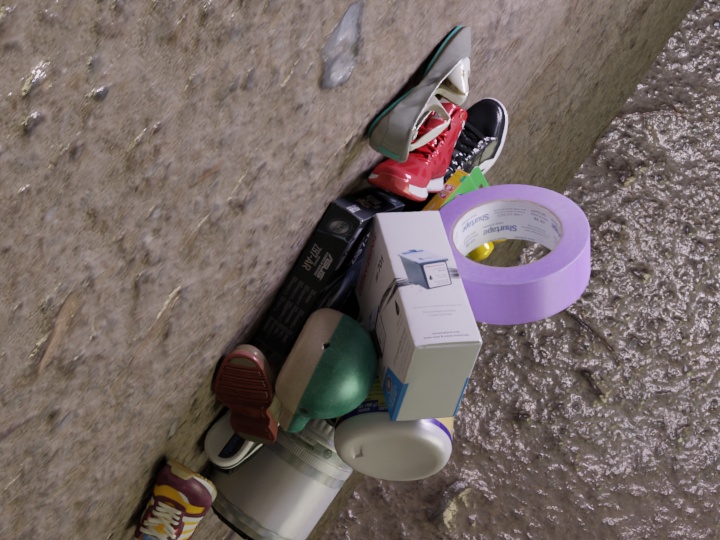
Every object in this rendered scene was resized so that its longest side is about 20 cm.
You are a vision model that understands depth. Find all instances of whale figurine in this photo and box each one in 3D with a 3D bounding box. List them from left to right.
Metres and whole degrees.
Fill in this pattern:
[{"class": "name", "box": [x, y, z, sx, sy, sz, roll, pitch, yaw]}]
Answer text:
[{"class": "whale figurine", "box": [-0.039, 0.130, 1.624, 0.200, 0.104, 0.159, 108, 8, -63]}]

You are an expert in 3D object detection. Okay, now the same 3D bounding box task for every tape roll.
[{"class": "tape roll", "box": [0.182, -0.023, 1.688, 0.200, 0.200, 0.066, -47, 141, -38]}]

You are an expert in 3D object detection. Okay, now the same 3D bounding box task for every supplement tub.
[{"class": "supplement tub", "box": [0.047, 0.143, 1.706, 0.145, 0.145, 0.200, 110, -10, -55]}]

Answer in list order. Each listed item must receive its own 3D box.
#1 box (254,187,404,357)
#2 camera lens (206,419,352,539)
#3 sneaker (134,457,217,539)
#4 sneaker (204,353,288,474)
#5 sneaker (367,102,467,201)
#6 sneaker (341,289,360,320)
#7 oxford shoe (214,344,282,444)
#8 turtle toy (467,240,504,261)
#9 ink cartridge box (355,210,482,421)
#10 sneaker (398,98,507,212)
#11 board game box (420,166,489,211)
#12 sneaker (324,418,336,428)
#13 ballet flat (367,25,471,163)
[{"class": "box", "box": [-0.036, -0.001, 1.663, 0.200, 0.043, 0.160, -59, 168, 18]}, {"class": "camera lens", "box": [-0.105, 0.271, 1.881, 0.200, 0.160, 0.160, -56, 169, 3]}, {"class": "sneaker", "box": [-0.228, 0.297, 1.655, 0.090, 0.075, 0.200, -56, 170, -27]}, {"class": "sneaker", "box": [-0.125, 0.178, 1.778, 0.200, 0.073, 0.112, -44, 170, -15]}, {"class": "sneaker", "box": [0.070, -0.152, 1.655, 0.200, 0.078, 0.116, -36, 145, -75]}, {"class": "sneaker", "box": [0.000, 0.000, 1.810, 0.200, 0.070, 0.090, -60, -172, 14]}, {"class": "oxford shoe", "box": [-0.128, 0.132, 1.634, 0.200, 0.070, 0.075, 91, 13, -58]}, {"class": "turtle toy", "box": [0.119, -0.066, 1.955, 0.101, 0.146, 0.200, -36, -179, 35]}, {"class": "ink cartridge box", "box": [0.063, 0.051, 1.586, 0.086, 0.200, 0.147, -4, 140, -16]}, {"class": "sneaker", "box": [0.125, -0.143, 1.814, 0.200, 0.073, 0.112, -55, 171, 6]}, {"class": "board game box", "box": [0.096, -0.041, 1.765, 0.200, 0.030, 0.096, -47, 141, -10]}, {"class": "sneaker", "box": [0.008, 0.189, 1.822, 0.071, 0.200, 0.099, -63, -152, 8]}, {"class": "ballet flat", "box": [0.085, -0.195, 1.550, 0.200, 0.064, 0.067, -50, 169, -26]}]
